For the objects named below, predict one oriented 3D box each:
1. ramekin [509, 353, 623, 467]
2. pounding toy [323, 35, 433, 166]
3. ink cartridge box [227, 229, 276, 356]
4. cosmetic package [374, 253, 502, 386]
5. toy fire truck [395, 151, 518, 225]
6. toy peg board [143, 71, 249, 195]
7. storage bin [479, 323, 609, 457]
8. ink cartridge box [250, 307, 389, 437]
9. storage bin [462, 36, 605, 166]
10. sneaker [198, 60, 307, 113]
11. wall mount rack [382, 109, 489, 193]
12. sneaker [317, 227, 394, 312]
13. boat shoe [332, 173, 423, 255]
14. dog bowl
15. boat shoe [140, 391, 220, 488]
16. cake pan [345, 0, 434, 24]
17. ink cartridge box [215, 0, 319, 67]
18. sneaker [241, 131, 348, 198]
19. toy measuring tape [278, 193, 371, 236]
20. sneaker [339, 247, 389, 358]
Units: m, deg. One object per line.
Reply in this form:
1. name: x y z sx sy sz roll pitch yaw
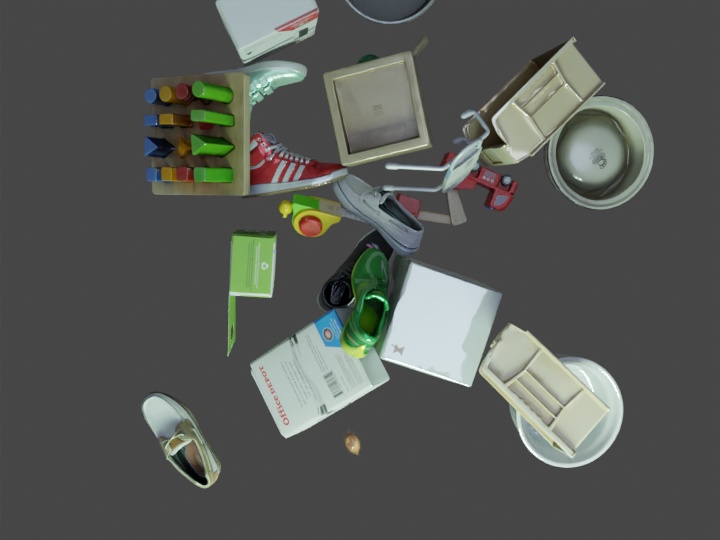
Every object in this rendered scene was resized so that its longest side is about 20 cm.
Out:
1. ramekin: 0.373 0.251 1.366 0.197 0.098 0.204 0 94 -4
2. pounding toy: 0.045 -0.301 1.288 0.181 0.142 0.203 -11 94 10
3. ink cartridge box: -0.187 0.034 1.278 0.075 0.148 0.203 2 96 -6
4. cosmetic package: 0.122 0.079 1.279 0.164 0.200 0.170 19 94 -6
5. toy fire truck: 0.174 -0.136 1.341 0.198 0.049 0.143 23 93 -7
6. toy peg board: -0.292 -0.228 1.228 0.197 0.098 0.203 4 96 24
7. storage bin: 0.285 0.189 1.199 0.198 0.200 0.094 44 89 12
8. ink cartridge box: -0.073 0.177 1.282 0.199 0.084 0.147 -33 78 22
9. storage bin: 0.285 -0.277 1.263 0.198 0.200 0.094 -44 99 0
10. sneaker: -0.182 -0.293 1.284 0.197 0.074 0.120 -9 89 6
11. wall mount rack: 0.126 -0.177 1.216 0.173 0.200 0.075 -37 80 -7
12. sneaker: 0.000 0.000 1.314 0.071 0.099 0.200 42 89 -5
13. boat shoe: 0.037 -0.116 1.294 0.200 0.073 0.067 41 135 12
14. dog bowl: 0.425 -0.212 1.343 0.197 0.074 0.203 0 95 -5
15. boat shoe: -0.324 0.304 1.328 0.075 0.068 0.201 -39 97 -1
16. cake pan: 0.049 -0.535 1.302 0.197 0.037 0.204 0 95 -5
17. ink cartridge box: -0.151 -0.415 1.216 0.143 0.200 0.085 -26 100 -2
18. sneaker: -0.124 -0.195 1.288 0.197 0.071 0.114 -8 96 11
19. toy measuring tape: -0.053 -0.087 1.322 0.197 0.074 0.075 13 94 -15
20. sneaker: 0.023 0.049 1.223 0.073 0.083 0.202 26 55 -23
